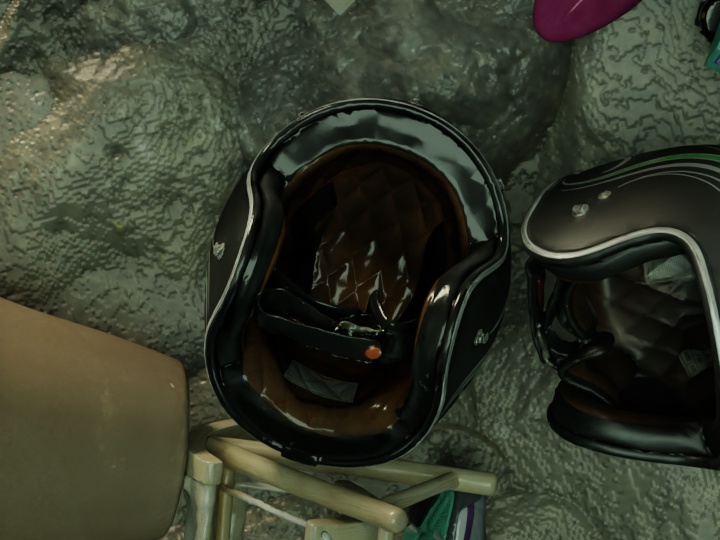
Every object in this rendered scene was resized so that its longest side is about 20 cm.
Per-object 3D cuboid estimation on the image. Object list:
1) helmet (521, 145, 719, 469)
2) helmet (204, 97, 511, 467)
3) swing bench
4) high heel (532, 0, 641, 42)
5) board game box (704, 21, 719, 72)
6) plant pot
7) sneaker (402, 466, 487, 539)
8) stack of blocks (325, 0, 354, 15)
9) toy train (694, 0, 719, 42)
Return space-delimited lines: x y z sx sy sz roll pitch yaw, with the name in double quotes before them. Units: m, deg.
"helmet" 0.203 0.020 1.140 0.191 0.200 0.200 4 99 27
"helmet" 0.000 0.000 1.165 0.200 0.191 0.200 9 134 10
"swing bench" -0.038 0.211 1.191 0.200 0.130 0.199 9 99 30
"high heel" 0.180 -0.216 1.176 0.067 0.096 0.200 41 97 -4
"board game box" 0.314 -0.191 1.172 0.152 0.045 0.200 22 80 2
"plant pot" -0.201 0.104 1.196 0.174 0.200 0.200 7 98 -14
"sneaker" 0.069 0.225 1.265 0.087 0.074 0.200 7 103 -21
"stack of blocks" -0.037 -0.255 1.136 0.115 0.059 0.200 -43 137 6
"toy train" 0.309 -0.140 1.208 0.200 0.046 0.034 12 98 0
